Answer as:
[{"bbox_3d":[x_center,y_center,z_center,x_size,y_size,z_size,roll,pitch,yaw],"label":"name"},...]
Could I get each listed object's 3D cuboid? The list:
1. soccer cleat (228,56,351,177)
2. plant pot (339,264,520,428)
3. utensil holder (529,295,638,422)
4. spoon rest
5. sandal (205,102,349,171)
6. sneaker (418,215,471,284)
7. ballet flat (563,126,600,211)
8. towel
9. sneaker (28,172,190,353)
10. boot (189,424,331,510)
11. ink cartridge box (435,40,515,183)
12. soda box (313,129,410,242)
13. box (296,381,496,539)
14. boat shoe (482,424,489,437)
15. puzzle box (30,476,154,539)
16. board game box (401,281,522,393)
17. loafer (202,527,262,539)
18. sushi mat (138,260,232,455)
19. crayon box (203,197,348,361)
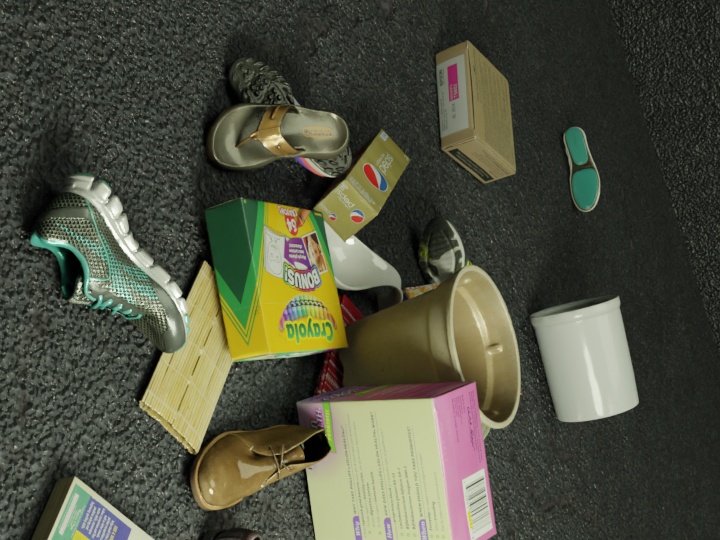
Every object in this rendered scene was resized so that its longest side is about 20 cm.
[{"bbox_3d":[-0.099,-0.191,1.309,0.200,0.073,0.069,41,73,-21],"label":"soccer cleat"},{"bbox_3d":[0.081,0.113,1.292,0.200,0.182,0.203,34,48,-50],"label":"plant pot"},{"bbox_3d":[0.420,0.163,1.902,0.169,0.168,0.203,-17,94,-60],"label":"utensil holder"},{"bbox_3d":[0.000,0.000,1.371,0.200,0.060,0.100,38,36,-48],"label":"spoon rest"},{"bbox_3d":[-0.093,-0.164,1.235,0.198,0.054,0.083,-3,89,-31],"label":"sandal"},{"bbox_3d":[0.146,0.004,1.620,0.085,0.074,0.202,-51,130,-61],"label":"sneaker"},{"bbox_3d":[0.507,-0.228,2.333,0.069,0.069,0.203,10,67,-57],"label":"ballet flat"},{"bbox_3d":[-0.009,0.147,1.332,0.145,0.022,0.202,49,40,-37],"label":"towel"},{"bbox_3d":[-0.243,0.011,0.974,0.091,0.077,0.201,-50,117,-37],"label":"sneaker"},{"bbox_3d":[-0.104,0.202,1.098,0.199,0.075,0.075,-13,90,-59],"label":"boot"},{"bbox_3d":[0.208,-0.283,1.837,0.164,0.074,0.203,28,54,-49],"label":"ink cartridge box"},{"bbox_3d":[0.005,-0.119,1.394,0.064,0.068,0.200,46,30,-9],"label":"soda box"},{"bbox_3d":[0.040,0.227,1.176,0.096,0.198,0.179,-10,92,-53],"label":"box"},{"bbox_3d":[0.155,0.223,1.533,0.200,0.074,0.067,-70,178,-55],"label":"boat shoe"},{"bbox_3d":[-0.244,0.297,0.869,0.133,0.025,0.201,51,37,-34],"label":"puzzle box"},{"bbox_3d":[0.139,0.114,1.496,0.151,0.046,0.202,-7,66,-51],"label":"board game box"},{"bbox_3d":[-0.114,0.359,1.020,0.072,0.062,0.203,-1,78,-59],"label":"loafer"},{"bbox_3d":[-0.173,0.090,1.093,0.096,0.012,0.201,52,37,-32],"label":"sushi mat"},{"bbox_3d":[-0.094,0.014,1.197,0.199,0.058,0.175,4,72,-65],"label":"crayon box"}]
